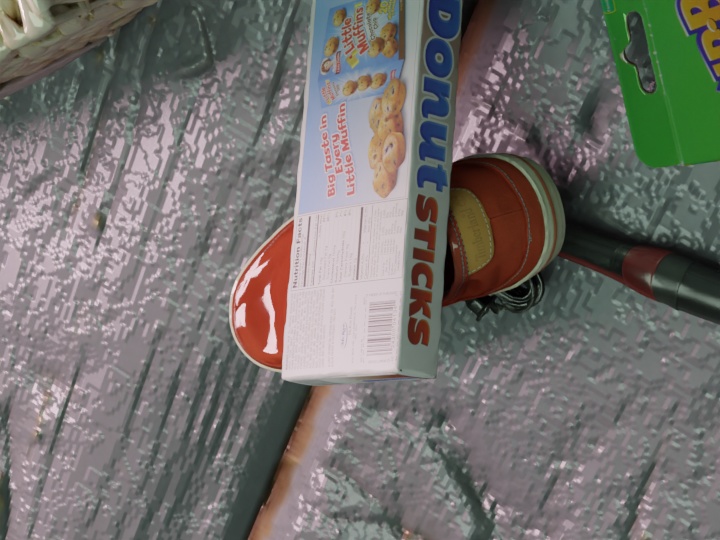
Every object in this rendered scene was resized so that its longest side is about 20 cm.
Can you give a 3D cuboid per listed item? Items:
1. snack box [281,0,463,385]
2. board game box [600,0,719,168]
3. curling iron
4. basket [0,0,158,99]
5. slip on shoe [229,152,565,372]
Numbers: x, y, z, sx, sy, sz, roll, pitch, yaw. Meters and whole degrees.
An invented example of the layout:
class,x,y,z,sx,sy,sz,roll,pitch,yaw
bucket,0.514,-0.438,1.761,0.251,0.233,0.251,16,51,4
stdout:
class,x,y,z,sx,sy,sz,roll,pitch,yaw
snack box,0.006,-0.056,0.778,0.072,0.024,0.202,-8,74,50
board game box,0.188,-0.097,0.734,0.199,0.030,0.096,-7,106,28
curling iron,0.123,0.011,0.816,0.199,0.026,0.050,13,113,24
basket,-0.148,-0.145,0.795,0.123,0.200,0.136,-22,100,29
slip on shoe,0.000,0.000,0.839,0.199,0.061,0.075,-21,86,49
